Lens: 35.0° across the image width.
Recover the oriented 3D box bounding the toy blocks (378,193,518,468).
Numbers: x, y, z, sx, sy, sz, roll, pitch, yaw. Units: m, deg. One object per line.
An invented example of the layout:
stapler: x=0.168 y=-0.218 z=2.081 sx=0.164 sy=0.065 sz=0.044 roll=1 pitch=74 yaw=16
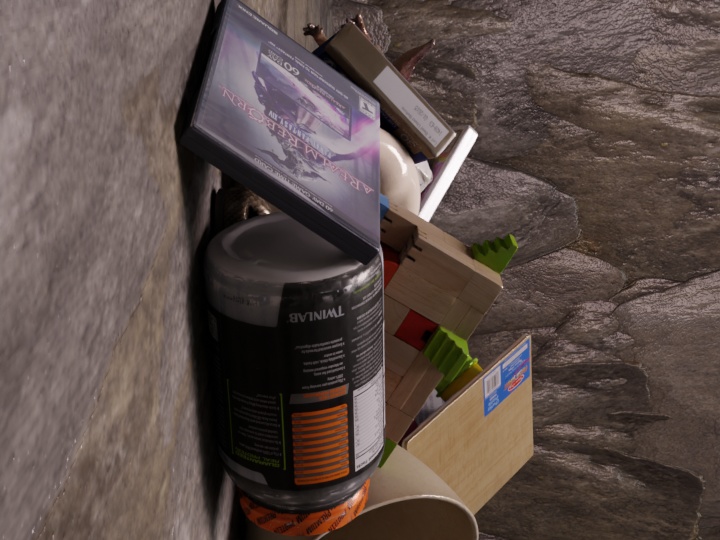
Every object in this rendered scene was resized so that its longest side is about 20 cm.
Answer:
toy blocks: x=0.010 y=0.031 z=0.868 sx=0.201 sy=0.135 sz=0.100 roll=-58 pitch=-169 yaw=18

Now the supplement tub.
supplement tub: x=-0.043 y=0.072 z=0.787 sx=0.123 sy=0.120 sz=0.203 roll=-88 pitch=178 yaw=-65

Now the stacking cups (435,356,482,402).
stacking cups: x=0.059 y=0.066 z=1.161 sx=0.200 sy=0.060 sz=0.061 roll=49 pitch=-6 yaw=9

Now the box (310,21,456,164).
box: x=-0.006 y=-0.133 z=0.963 sx=0.032 sy=0.121 sz=0.200 roll=-48 pitch=-168 yaw=-13

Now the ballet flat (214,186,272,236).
ballet flat: x=-0.078 y=0.021 z=0.867 sx=0.068 sy=0.046 sz=0.202 roll=-89 pitch=178 yaw=-50

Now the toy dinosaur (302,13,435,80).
toy dinosaur: x=-0.018 y=-0.163 z=1.108 sx=0.086 sy=0.197 sz=0.137 roll=112 pitch=-35 yaw=-70

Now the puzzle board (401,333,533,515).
puzzle board: x=0.105 y=0.169 z=1.094 sx=0.199 sy=0.017 sz=0.153 roll=-35 pitch=131 yaw=-39

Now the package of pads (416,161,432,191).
package of pads: x=-0.009 y=-0.102 z=1.198 sx=0.155 sy=0.068 sz=0.201 roll=-45 pitch=-152 yaw=15

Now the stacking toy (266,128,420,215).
stacking toy: x=-0.050 y=-0.083 z=0.958 sx=0.200 sy=0.144 sz=0.148 roll=-131 pitch=-146 yaw=-53

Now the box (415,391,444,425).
box: x=0.006 y=0.193 z=1.211 sx=0.184 sy=0.196 sz=0.107 roll=-87 pitch=176 yaw=-74

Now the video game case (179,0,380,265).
video game case: x=-0.046 y=-0.101 z=0.768 sx=0.019 sy=0.142 sz=0.201 roll=-46 pitch=-157 yaw=27

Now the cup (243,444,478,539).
cup: x=-0.019 y=0.210 z=0.966 sx=0.144 sy=0.198 sz=0.202 roll=-124 pitch=-157 yaw=-43

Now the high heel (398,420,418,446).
high heel: x=0.019 y=0.104 z=1.126 sx=0.068 sy=0.094 sz=0.203 roll=89 pitch=0 yaw=-59

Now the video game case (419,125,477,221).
video game case: x=0.029 y=-0.088 z=1.214 sx=0.199 sy=0.018 sz=0.144 roll=5 pitch=-118 yaw=59
